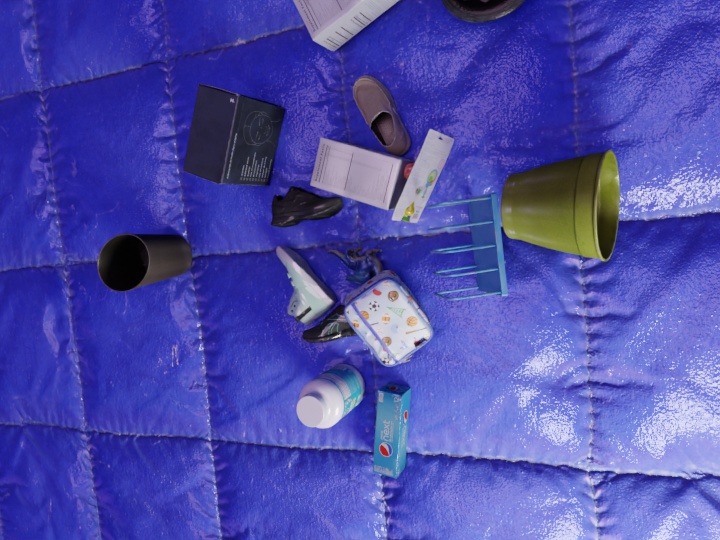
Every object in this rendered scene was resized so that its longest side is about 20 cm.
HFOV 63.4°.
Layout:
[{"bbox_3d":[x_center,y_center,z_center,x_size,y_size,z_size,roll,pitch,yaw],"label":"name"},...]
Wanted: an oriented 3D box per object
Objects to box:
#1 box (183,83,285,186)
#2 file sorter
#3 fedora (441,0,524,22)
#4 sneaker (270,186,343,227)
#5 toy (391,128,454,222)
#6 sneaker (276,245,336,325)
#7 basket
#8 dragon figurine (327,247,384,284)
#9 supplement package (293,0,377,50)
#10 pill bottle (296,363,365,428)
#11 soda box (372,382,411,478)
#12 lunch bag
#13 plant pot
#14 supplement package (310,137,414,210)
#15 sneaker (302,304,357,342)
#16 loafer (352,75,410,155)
[{"bbox_3d":[-0.295,-0.313,1.381,0.122,0.196,0.204,19,103,19],"label":"box"},{"bbox_3d":[0.212,-0.046,1.202,0.120,0.139,0.204,-8,94,-8],"label":"file sorter"},{"bbox_3d":[0.258,-0.583,1.164,0.197,0.091,0.205,3,98,23],"label":"fedora"},{"bbox_3d":[-0.135,-0.161,1.400,0.196,0.076,0.093,-8,86,22],"label":"sneaker"},{"bbox_3d":[0.123,-0.205,1.261,0.047,0.114,0.203,29,106,31],"label":"toy"},{"bbox_3d":[-0.164,0.041,1.429,0.118,0.074,0.201,-44,81,15],"label":"sneaker"},{"bbox_3d":[-0.545,-0.031,1.521,0.178,0.199,0.138,-22,88,25],"label":"basket"},{"bbox_3d":[0.000,0.000,1.365,0.196,0.059,0.102,5,98,22],"label":"dragon figurine"},{"bbox_3d":[-0.029,-0.595,1.270,0.198,0.109,0.115,-29,85,23],"label":"supplement package"},{"bbox_3d":[-0.072,0.295,1.354,0.109,0.199,0.113,3,98,23],"label":"pill bottle"},{"bbox_3d":[0.074,0.375,1.373,0.063,0.068,0.204,8,99,23],"label":"soda box"},{"bbox_3d":[0.061,0.114,1.305,0.159,0.076,0.201,-34,106,9],"label":"lunch bag"},{"bbox_3d":[0.380,-0.125,1.126,0.190,0.199,0.205,4,98,34],"label":"plant pot"},{"bbox_3d":[0.004,-0.218,1.309,0.197,0.109,0.116,20,104,20],"label":"supplement package"},{"bbox_3d":[-0.051,0.126,1.404,0.196,0.075,0.081,-14,81,15],"label":"sneaker"},{"bbox_3d":[0.044,-0.350,1.298,0.075,0.068,0.202,-35,82,23],"label":"loafer"}]
